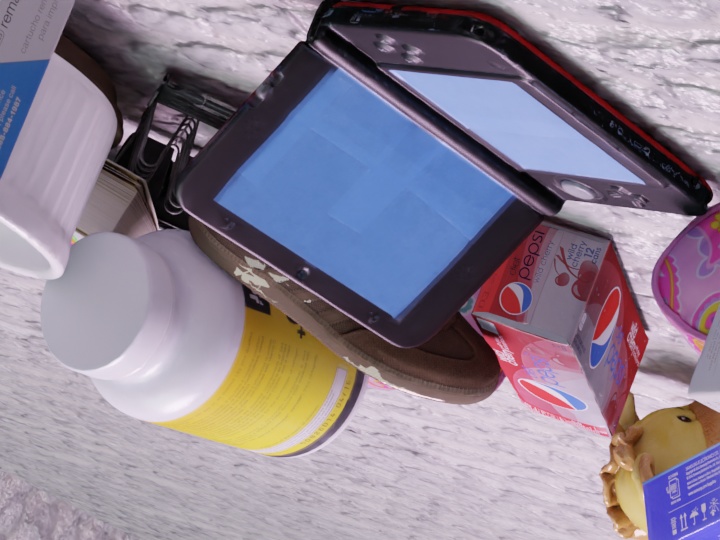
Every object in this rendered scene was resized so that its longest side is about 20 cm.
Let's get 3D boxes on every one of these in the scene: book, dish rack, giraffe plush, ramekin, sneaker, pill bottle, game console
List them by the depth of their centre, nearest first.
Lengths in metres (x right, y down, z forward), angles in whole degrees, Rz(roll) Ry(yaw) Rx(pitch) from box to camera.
[{"bbox_3d":[0.044,-0.038,1.485,0.172,0.119,0.200,10,163,46],"label":"game console"},{"bbox_3d":[-0.231,-0.084,1.655,0.200,0.098,0.200,26,169,5],"label":"ramekin"},{"bbox_3d":[0.000,0.000,1.682,0.200,0.076,0.070,31,-151,-1],"label":"sneaker"},{"bbox_3d":[-0.091,0.039,1.747,0.112,0.112,0.200,13,175,37],"label":"pill bottle"},{"bbox_3d":[-0.073,-0.052,1.783,0.153,0.055,0.200,23,168,-6],"label":"dish rack"},{"bbox_3d":[-0.217,-0.063,1.816,0.200,0.048,0.134,30,168,10],"label":"book"},{"bbox_3d":[0.227,0.148,1.928,0.162,0.200,0.172,57,160,-16],"label":"giraffe plush"}]

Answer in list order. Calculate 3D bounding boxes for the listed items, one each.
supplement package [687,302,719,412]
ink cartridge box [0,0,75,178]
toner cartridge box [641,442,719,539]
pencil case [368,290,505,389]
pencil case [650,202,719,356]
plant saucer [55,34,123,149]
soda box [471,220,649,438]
[{"bbox_3d":[0.261,0.026,1.365,0.121,0.120,0.200,26,167,-18],"label":"supplement package"},{"bbox_3d":[-0.248,-0.146,1.474,0.200,0.145,0.084,31,164,-36],"label":"ink cartridge box"},{"bbox_3d":[0.241,0.106,1.573,0.095,0.043,0.200,6,157,-28],"label":"toner cartridge box"},{"bbox_3d":[0.013,0.034,1.891,0.087,0.088,0.200,30,166,-31],"label":"pencil case"},{"bbox_3d":[0.220,0.032,1.563,0.087,0.088,0.200,16,165,29],"label":"pencil case"},{"bbox_3d":[-0.225,-0.130,1.758,0.200,0.030,0.200,24,167,6],"label":"plant saucer"},{"bbox_3d":[0.120,0.033,1.767,0.063,0.070,0.200,18,166,16],"label":"soda box"}]
